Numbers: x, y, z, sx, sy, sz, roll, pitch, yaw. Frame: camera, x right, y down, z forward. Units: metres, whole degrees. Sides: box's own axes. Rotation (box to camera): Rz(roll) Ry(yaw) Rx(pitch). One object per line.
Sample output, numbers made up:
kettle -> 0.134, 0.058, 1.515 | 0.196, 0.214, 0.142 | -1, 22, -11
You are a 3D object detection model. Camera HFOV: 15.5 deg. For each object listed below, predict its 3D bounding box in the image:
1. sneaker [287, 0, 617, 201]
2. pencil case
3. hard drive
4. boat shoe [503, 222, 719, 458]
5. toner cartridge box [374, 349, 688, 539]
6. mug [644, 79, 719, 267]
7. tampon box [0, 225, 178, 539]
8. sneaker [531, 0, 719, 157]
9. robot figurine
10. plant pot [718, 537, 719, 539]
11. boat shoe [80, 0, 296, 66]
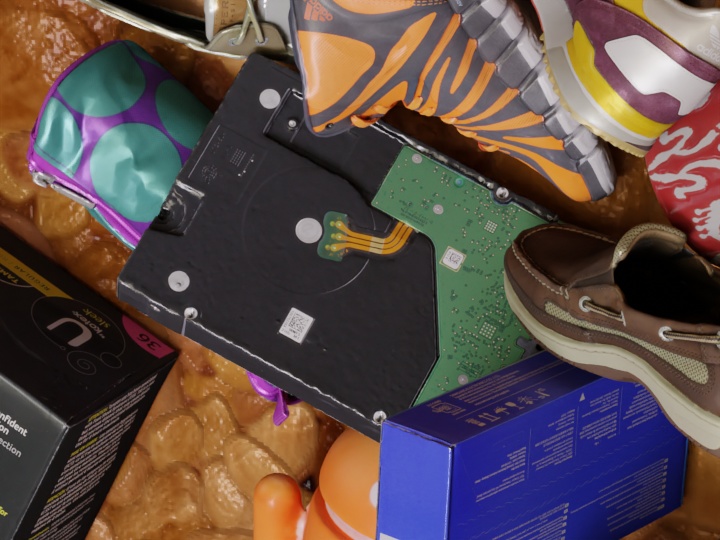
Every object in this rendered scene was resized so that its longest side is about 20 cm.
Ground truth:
sneaker -> 0.035, -0.089, 1.243 | 0.112, 0.078, 0.200 | -32, 124, 13
pencil case -> -0.080, -0.022, 1.353 | 0.200, 0.092, 0.085 | 43, 158, 7
hard drive -> 0.000, 0.000, 1.290 | 0.200, 0.038, 0.140 | 28, 73, 4
boat shoe -> 0.133, 0.009, 1.188 | 0.202, 0.075, 0.075 | 33, 137, 50
toner cartridge box -> 0.085, 0.092, 1.247 | 0.043, 0.200, 0.095 | 19, 114, 36
mug -> 0.241, -0.085, 1.162 | 0.200, 0.178, 0.134 | -18, 118, 46
tampon box -> -0.222, 0.097, 1.441 | 0.150, 0.126, 0.200 | 35, 117, 11
sneaker -> 0.116, -0.145, 1.191 | 0.090, 0.075, 0.200 | -44, 47, 26
robot figurine -> 0.023, 0.154, 1.347 | 0.144, 0.116, 0.201 | 34, 121, 40
plant pot -> 0.247, 0.130, 1.184 | 0.200, 0.198, 0.201 | 8, 109, 24
boat shoe -> -0.056, -0.135, 1.319 | 0.199, 0.068, 0.075 | 8, 107, 22
